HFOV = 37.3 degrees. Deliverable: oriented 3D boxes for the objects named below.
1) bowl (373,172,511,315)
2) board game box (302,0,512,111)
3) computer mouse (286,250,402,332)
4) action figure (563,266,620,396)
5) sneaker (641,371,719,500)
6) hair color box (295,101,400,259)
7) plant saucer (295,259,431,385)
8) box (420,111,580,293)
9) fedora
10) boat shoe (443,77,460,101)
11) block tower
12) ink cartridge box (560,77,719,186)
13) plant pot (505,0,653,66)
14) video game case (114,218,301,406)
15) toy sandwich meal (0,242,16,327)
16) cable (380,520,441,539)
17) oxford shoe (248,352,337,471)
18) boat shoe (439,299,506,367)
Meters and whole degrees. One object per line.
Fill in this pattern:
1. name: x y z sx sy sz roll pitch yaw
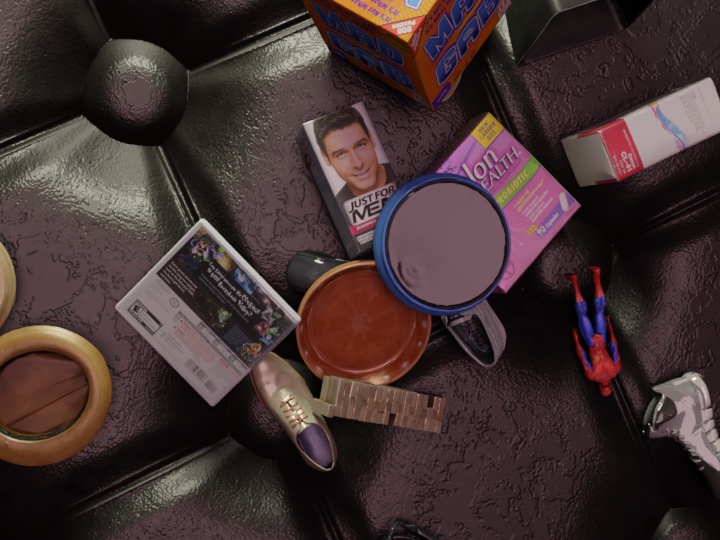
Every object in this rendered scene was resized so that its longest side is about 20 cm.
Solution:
1. bowl: 0.118 -0.037 1.499 0.199 0.039 0.203 0 92 -10
2. board game box: 0.063 -0.384 1.466 0.199 0.200 0.201 33 83 21
3. computer mouse: 0.000 0.000 1.567 0.199 0.046 0.141 24 87 -10
4. action figure: 0.360 0.097 1.641 0.065 0.052 0.202 -13 98 -6
5. sneaker: 0.498 0.267 1.663 0.115 0.075 0.202 -13 83 -6
6. hair color box: -0.006 -0.130 1.542 0.098 0.061 0.201 -23 86 -16
7. plant saucer: 0.003 0.078 1.549 0.198 0.032 0.202 -4 111 -10
8. box: 0.188 -0.098 1.580 0.200 0.097 0.176 44 82 -8
9. fedora: -0.437 0.167 1.462 0.199 0.082 0.203 0 92 -6
10. boat shoe: 0.138 -0.351 1.585 0.072 0.065 0.202 19 86 -11
11. block tower: 0.032 0.193 1.545 0.199 0.054 0.058 11 88 -28
12. ink cartridge box: 0.424 -0.204 1.602 0.199 0.148 0.086 -23 95 -10
13. plant pot: 0.310 -0.443 1.564 0.199 0.200 0.179 -19 83 -10
14. video game case: -0.215 0.061 1.507 0.182 0.023 0.200 -44 94 9
15. toy sandwich meal: -0.569 0.021 1.445 0.203 0.070 0.207 0 89 -16
16. cable: 0.092 0.478 1.585 0.199 0.051 0.164 33 84 -10
17. oxford shoe: -0.091 0.201 1.535 0.071 0.074 0.201 -37 97 -8
18. boat shoe: 0.149 0.057 1.564 0.070 0.072 0.201 -28 110 26
